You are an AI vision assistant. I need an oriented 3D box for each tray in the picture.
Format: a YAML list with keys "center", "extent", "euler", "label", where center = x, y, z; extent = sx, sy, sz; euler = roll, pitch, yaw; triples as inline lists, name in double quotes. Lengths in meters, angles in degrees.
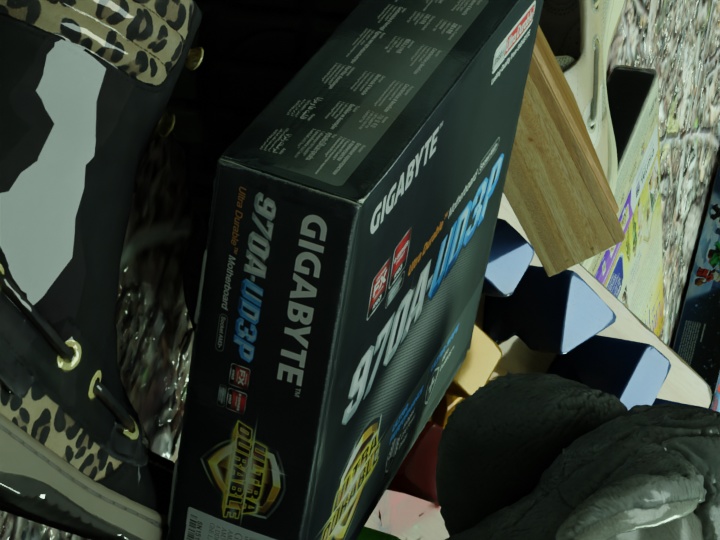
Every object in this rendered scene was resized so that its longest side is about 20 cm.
- center: [0.035, -0.104, 0.977]
  extent: [0.200, 0.037, 0.099]
  euler: [59, 10, -34]
  label: "tray"

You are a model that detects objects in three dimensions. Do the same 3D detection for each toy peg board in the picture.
- center: [0.058, 0.083, 1.038]
  extent: [0.200, 0.098, 0.200]
  euler: [41, 71, -34]
  label: "toy peg board"

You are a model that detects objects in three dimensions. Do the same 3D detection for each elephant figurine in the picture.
- center: [0.081, 0.097, 0.908]
  extent: [0.201, 0.141, 0.155]
  euler: [-62, 156, 2]
  label: "elephant figurine"

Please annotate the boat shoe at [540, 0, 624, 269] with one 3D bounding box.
- center: [0.082, -0.083, 1.268]
  extent: [0.065, 0.072, 0.201]
  euler: [13, 86, -63]
  label: "boat shoe"

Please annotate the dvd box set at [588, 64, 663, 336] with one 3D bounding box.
- center: [0.140, 0.005, 1.553]
  extent: [0.201, 0.029, 0.147]
  euler: [82, 26, -44]
  label: "dvd box set"

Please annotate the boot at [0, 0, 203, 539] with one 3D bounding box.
- center: [-0.086, -0.005, 0.792]
  extent: [0.200, 0.073, 0.151]
  euler: [38, 67, -63]
  label: "boot"

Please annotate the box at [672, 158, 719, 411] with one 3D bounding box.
- center: [0.258, 0.024, 1.916]
  extent: [0.137, 0.038, 0.201]
  euler: [48, 55, -68]
  label: "box"

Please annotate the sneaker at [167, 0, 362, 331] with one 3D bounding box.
- center: [-0.032, -0.058, 0.952]
  extent: [0.079, 0.075, 0.201]
  euler: [-76, 174, -50]
  label: "sneaker"

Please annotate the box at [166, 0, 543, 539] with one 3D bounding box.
- center: [0.000, 0.000, 0.860]
  extent: [0.200, 0.046, 0.160]
  euler: [-53, 157, -58]
  label: "box"
